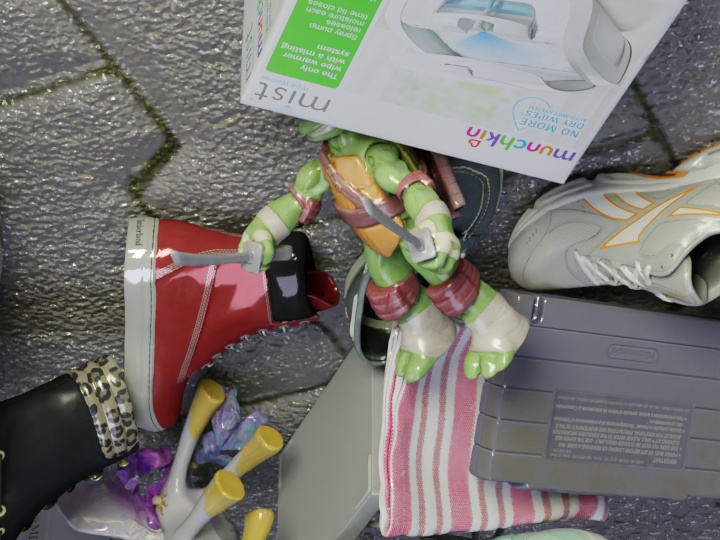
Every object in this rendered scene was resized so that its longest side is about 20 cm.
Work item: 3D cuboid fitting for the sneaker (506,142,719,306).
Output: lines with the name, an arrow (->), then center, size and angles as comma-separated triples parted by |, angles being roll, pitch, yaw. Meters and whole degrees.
sneaker -> 0.181, -0.014, 1.369 | 0.199, 0.092, 0.076 | -19, 140, 27

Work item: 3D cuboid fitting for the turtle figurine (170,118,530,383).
turtle figurine -> 0.000, 0.000, 1.282 | 0.144, 0.200, 0.194 | -27, 118, 20

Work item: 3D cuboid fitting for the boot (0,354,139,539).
boot -> -0.222, 0.157, 1.483 | 0.153, 0.073, 0.204 | -22, 133, -21

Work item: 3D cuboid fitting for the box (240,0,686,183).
box -> 0.053, -0.155, 1.182 | 0.199, 0.097, 0.177 | 13, 140, -16

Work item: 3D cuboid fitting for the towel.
towel -> 0.098, 0.102, 1.450 | 0.199, 0.147, 0.030 | 0, -174, -35

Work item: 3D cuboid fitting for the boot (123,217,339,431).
boot -> -0.089, 0.045, 1.485 | 0.143, 0.073, 0.200 | 3, 140, -4

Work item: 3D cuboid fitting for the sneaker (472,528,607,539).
sneaker -> 0.065, 0.211, 1.451 | 0.200, 0.074, 0.118 | -19, 153, 33

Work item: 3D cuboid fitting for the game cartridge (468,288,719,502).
game cartridge -> 0.168, 0.087, 1.455 | 0.199, 0.130, 0.038 | 8, -173, -30

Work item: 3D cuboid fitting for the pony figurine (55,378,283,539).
pony figurine -> -0.133, 0.180, 1.597 | 0.166, 0.193, 0.200 | 18, 122, -25

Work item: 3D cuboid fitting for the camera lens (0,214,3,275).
camera lens -> -0.309, 0.025, 1.356 | 0.159, 0.201, 0.160 | 2, 144, 1

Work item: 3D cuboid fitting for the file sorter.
file sorter -> 0.028, 0.156, 1.572 | 0.124, 0.139, 0.200 | 12, 143, -17

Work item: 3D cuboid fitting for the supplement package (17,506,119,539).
supplement package -> -0.309, 0.251, 1.729 | 0.199, 0.122, 0.120 | -11, 141, 17

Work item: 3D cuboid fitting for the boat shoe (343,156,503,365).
boat shoe -> 0.040, -0.009, 1.407 | 0.072, 0.062, 0.200 | 15, 141, -14
